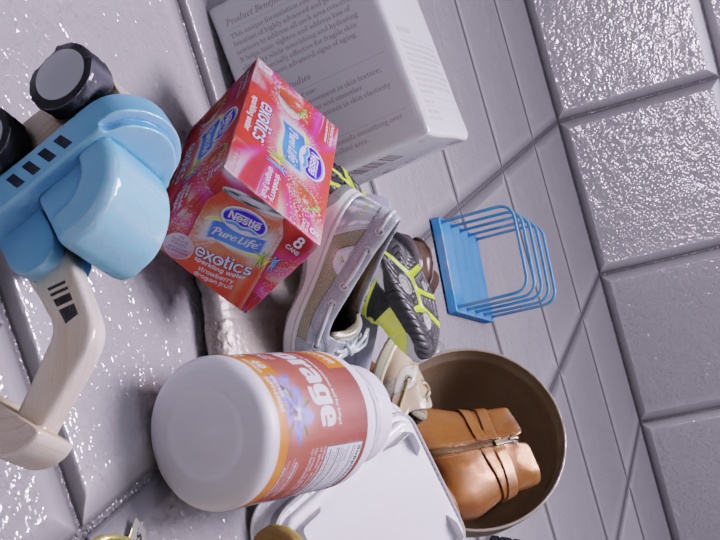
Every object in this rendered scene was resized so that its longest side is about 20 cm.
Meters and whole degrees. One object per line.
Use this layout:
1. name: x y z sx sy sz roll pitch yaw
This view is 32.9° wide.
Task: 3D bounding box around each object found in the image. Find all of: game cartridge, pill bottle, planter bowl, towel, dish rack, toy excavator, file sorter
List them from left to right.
1. toy excavator: -0.178 -0.008 0.741 0.200 0.194 0.100 54 5 33
2. towel: -0.085 0.023 1.083 0.200 0.034 0.133 4 73 -63
3. pill bottle: -0.059 0.118 0.944 0.200 0.112 0.113 3 74 -60
4. game cartridge: 0.001 0.027 1.204 0.133 0.041 0.200 107 -7 -47
5. dish rack: 0.011 0.228 1.059 0.200 0.043 0.172 -36 108 -36
6. planter bowl: 0.113 0.204 1.333 0.135 0.199 0.201 97 -10 -63
7. file sorter: 0.201 -0.009 1.787 0.200 0.122 0.139 18 61 -68

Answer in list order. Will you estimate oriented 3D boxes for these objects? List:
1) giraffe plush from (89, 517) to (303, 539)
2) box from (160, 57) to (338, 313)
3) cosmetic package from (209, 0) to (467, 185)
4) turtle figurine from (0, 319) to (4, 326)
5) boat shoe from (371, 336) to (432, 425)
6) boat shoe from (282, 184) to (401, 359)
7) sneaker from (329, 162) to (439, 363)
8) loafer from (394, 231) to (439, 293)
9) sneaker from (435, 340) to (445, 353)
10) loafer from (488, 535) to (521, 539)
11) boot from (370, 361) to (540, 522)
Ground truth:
1. giraffe plush: -0.081 0.239 0.763 0.173 0.162 0.201 44 37 -56
2. box: -0.089 -0.074 0.996 0.100 0.095 0.200 39 27 -20
3. cosmetic package: -0.016 -0.194 1.213 0.201 0.167 0.166 70 19 2
4. turtle figurine: -0.241 0.067 0.432 0.200 0.144 0.194 39 30 22
5. boat shoe: 0.035 0.128 1.167 0.072 0.065 0.200 101 12 -56
6. boat shoe: -0.016 0.027 1.035 0.074 0.065 0.203 -36 146 -55
7. sneaker: 0.000 0.000 1.101 0.200 0.076 0.075 57 23 1
8. loafer: 0.053 -0.003 1.317 0.200 0.071 0.073 166 -75 -80
9. sneaker: 0.123 0.177 1.498 0.075 0.082 0.201 -26 102 -70
10. loafer: 0.205 0.400 1.613 0.201 0.068 0.071 44 55 -60
11. boot: 0.081 0.161 1.245 0.074 0.154 0.200 110 -40 -62
